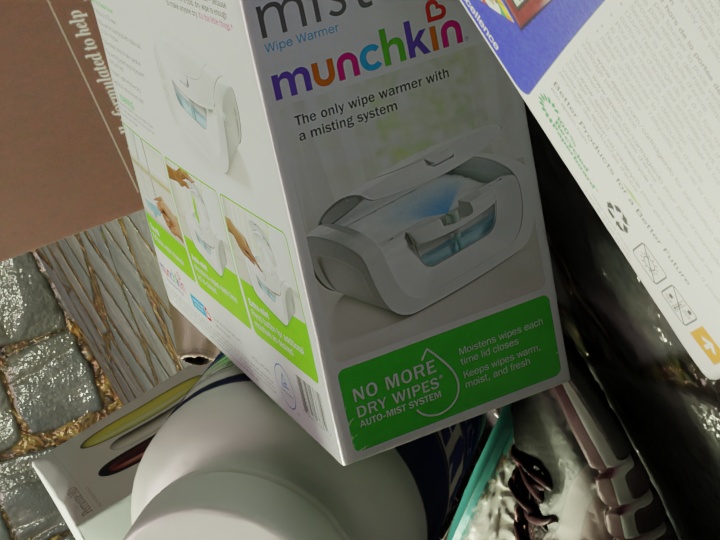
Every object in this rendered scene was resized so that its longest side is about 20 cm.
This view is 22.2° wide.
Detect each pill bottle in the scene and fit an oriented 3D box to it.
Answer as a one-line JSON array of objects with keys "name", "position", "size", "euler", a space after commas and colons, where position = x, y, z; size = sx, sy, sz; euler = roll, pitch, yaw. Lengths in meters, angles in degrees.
[{"name": "pill bottle", "position": [-0.024, 0.086, 0.739], "size": [0.120, 0.119, 0.200], "euler": [62, -156, -13]}]

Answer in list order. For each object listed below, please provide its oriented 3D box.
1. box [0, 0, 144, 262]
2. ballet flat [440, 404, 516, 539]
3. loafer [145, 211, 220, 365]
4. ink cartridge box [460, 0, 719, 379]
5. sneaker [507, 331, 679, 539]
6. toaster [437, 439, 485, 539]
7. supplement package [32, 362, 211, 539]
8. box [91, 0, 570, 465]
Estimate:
[{"name": "box", "position": [-0.172, -0.136, 0.856], "size": [0.166, 0.164, 0.200], "euler": [71, 178, -49]}, {"name": "ballet flat", "position": [0.059, 0.135, 0.826], "size": [0.072, 0.072, 0.200], "euler": [48, 124, 38]}, {"name": "loafer", "position": [-0.065, 0.017, 0.918], "size": [0.200, 0.071, 0.073], "euler": [54, 164, -2]}, {"name": "ink cartridge box", "position": [0.076, -0.077, 0.443], "size": [0.198, 0.047, 0.200], "euler": [59, 166, 6]}, {"name": "sneaker", "position": [0.070, 0.123, 0.728], "size": [0.200, 0.115, 0.076], "euler": [63, -176, -19]}, {"name": "toaster", "position": [0.034, 0.202, 0.938], "size": [0.200, 0.181, 0.119], "euler": [53, 172, 19]}, {"name": "supplement package", "position": [-0.090, 0.155, 1.244], "size": [0.147, 0.200, 0.191], "euler": [62, 166, -15]}, {"name": "box", "position": [-0.023, -0.052, 0.678], "size": [0.200, 0.096, 0.177], "euler": [-146, 41, -62]}]
